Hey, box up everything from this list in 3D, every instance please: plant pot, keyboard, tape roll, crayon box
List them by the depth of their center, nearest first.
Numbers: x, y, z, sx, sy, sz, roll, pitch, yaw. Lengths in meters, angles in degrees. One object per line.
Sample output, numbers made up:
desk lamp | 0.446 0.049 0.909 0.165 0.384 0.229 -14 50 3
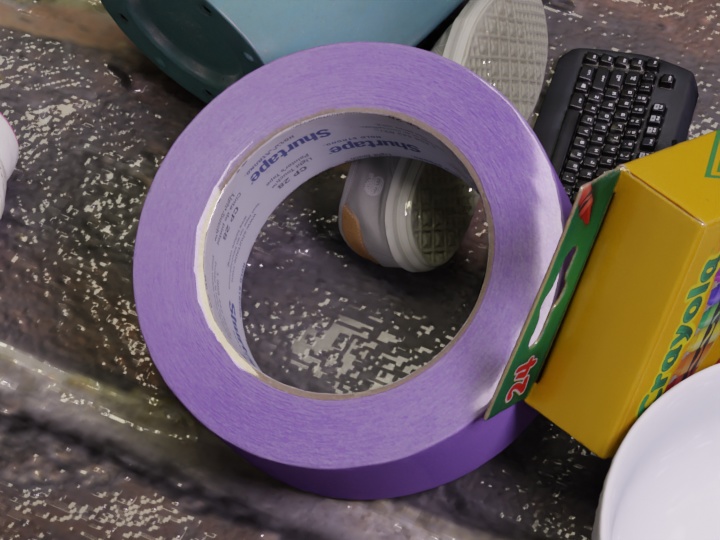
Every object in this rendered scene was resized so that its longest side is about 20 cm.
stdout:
crayon box | 0.147 0.004 1.194 0.051 0.127 0.200 36 34 26
tape roll | 0.000 0.000 1.234 0.199 0.066 0.201 -4 73 13
keyboard | 0.125 -0.040 1.332 0.104 0.040 0.201 11 53 11
plant pot | -0.040 -0.172 1.350 0.200 0.201 0.161 31 71 23

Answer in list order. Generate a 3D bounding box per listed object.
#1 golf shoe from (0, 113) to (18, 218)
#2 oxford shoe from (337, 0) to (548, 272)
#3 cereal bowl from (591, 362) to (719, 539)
golf shoe | -0.269 -0.042 1.317 0.199 0.075 0.092 0 54 2
oxford shoe | 0.041 -0.078 1.349 0.058 0.075 0.200 -3 43 35
cereal bowl | 0.192 0.138 1.153 0.199 0.083 0.201 2 55 -3
